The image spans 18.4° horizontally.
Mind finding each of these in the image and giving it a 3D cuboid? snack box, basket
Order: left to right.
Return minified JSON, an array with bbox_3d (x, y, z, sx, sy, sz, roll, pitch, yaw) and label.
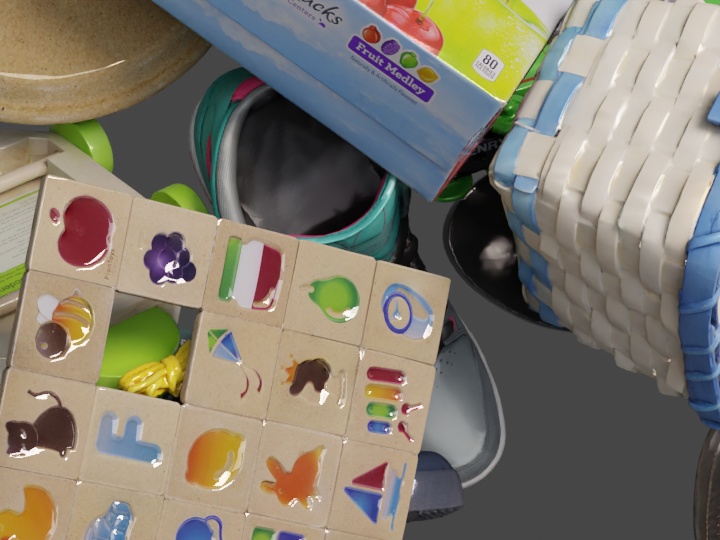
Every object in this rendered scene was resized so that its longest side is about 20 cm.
[{"bbox_3d":[0.012,-0.147,0.879,0.168,0.068,0.200,35,44,-2],"label":"snack box"},{"bbox_3d":[0.157,-0.018,0.822,0.199,0.177,0.139,25,71,19],"label":"basket"}]

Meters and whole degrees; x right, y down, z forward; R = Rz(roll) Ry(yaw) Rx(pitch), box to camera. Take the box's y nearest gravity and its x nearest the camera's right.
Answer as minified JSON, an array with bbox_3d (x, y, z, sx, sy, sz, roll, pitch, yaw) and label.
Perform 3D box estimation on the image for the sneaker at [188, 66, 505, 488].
[{"bbox_3d":[0.000,0.000,0.888,0.083,0.121,0.200,-34,89,-7],"label":"sneaker"}]

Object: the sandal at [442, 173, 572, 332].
[{"bbox_3d":[0.133,0.003,0.937,0.199,0.045,0.075,21,83,-3],"label":"sandal"}]

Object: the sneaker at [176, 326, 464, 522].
[{"bbox_3d":[-0.056,0.062,0.891,0.199,0.070,0.083,3,80,6],"label":"sneaker"}]

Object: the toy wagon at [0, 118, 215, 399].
[{"bbox_3d":[-0.131,0.006,0.853,0.155,0.040,0.200,-26,45,-33],"label":"toy wagon"}]

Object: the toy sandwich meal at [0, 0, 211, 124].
[{"bbox_3d":[-0.144,-0.144,0.919,0.204,0.070,0.206,3,78,-12],"label":"toy sandwich meal"}]

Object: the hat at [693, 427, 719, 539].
[{"bbox_3d":[0.238,0.106,0.921,0.199,0.081,0.202,-1,84,11],"label":"hat"}]

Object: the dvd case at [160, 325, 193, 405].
[{"bbox_3d":[-0.150,0.063,0.849,0.199,0.022,0.146,14,50,18],"label":"dvd case"}]

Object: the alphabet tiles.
[{"bbox_3d":[-0.056,0.083,0.785,0.167,0.008,0.201,14,83,-29],"label":"alphabet tiles"}]

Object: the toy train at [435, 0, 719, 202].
[{"bbox_3d":[0.104,-0.081,0.939,0.199,0.042,0.057,-17,50,-8],"label":"toy train"}]
